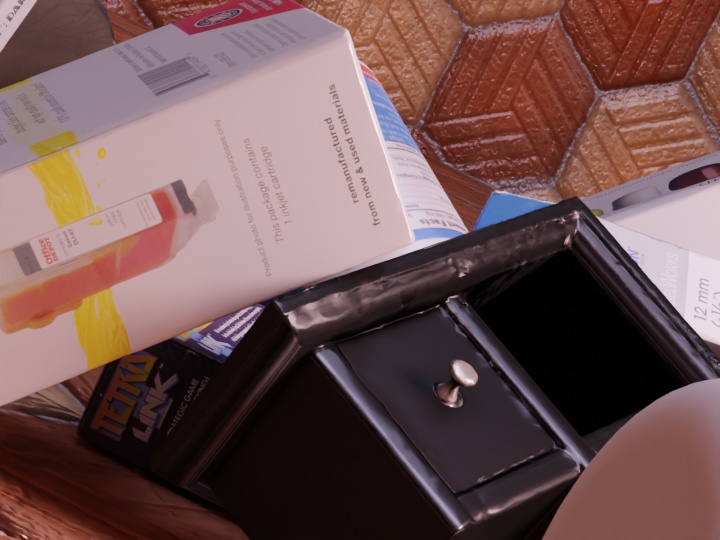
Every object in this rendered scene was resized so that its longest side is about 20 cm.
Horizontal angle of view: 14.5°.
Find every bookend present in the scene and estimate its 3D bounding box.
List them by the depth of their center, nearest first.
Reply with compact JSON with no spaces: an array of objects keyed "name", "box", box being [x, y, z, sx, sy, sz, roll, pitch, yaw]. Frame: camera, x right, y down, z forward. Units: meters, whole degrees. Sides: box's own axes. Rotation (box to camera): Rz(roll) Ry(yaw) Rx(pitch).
[{"name":"bookend","box":[0.064,0.091,1.024,0.199,0.092,0.199,51,36,17]}]

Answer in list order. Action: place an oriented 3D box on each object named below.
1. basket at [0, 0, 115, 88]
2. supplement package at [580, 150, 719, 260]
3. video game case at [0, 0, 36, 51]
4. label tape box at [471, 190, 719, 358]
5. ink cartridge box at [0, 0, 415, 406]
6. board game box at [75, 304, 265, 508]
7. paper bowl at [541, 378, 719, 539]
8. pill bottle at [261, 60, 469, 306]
[{"name":"basket","box":[-0.253,-0.124,1.502,0.179,0.137,0.200,15,6,20]},{"name":"supplement package","box":[0.186,0.023,1.612,0.200,0.190,0.148,-65,135,-84]},{"name":"video game case","box":[-0.244,-0.124,1.297,0.199,0.182,0.023,31,-7,35]},{"name":"label tape box","box":[0.134,0.053,1.439,0.199,0.144,0.066,18,45,-9]},{"name":"ink cartridge box","box":[-0.098,-0.024,1.030,0.145,0.199,0.084,-136,-154,-72]},{"name":"board game box","box":[-0.021,0.070,1.203,0.164,0.057,0.200,25,6,3]},{"name":"paper bowl","box":[0.106,0.109,0.739,0.104,0.202,0.201,24,7,-16]},{"name":"pill bottle","box":[0.000,0.000,1.384,0.112,0.112,0.201,18,37,-53]}]
